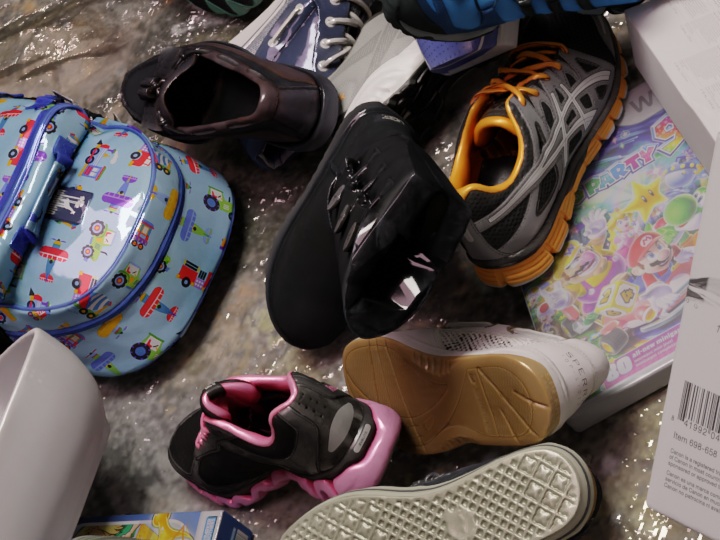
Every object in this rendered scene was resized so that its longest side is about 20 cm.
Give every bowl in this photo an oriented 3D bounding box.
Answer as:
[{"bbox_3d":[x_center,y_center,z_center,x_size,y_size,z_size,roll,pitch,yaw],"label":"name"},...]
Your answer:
[{"bbox_3d":[-0.225,0.148,1.374,0.200,0.075,0.200,-33,36,61],"label":"bowl"}]

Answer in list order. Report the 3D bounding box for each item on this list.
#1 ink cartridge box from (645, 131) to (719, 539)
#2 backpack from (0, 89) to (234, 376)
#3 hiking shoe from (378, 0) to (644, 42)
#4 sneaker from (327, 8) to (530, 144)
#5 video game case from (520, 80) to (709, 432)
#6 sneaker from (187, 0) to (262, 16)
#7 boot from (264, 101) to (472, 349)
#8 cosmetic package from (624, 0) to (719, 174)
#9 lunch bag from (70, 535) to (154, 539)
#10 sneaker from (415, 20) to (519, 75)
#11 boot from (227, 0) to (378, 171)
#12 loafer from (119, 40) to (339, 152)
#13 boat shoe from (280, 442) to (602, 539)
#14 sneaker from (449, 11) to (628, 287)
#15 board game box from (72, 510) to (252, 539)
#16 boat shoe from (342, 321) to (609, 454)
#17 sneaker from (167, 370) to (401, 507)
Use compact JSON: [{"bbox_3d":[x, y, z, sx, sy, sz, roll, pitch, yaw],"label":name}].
[{"bbox_3d":[0.232,0.042,1.061,0.144,0.084,0.200,24,112,45],"label":"ink cartridge box"},{"bbox_3d":[-0.193,-0.025,1.476,0.200,0.135,0.183,11,68,39],"label":"backpack"},{"bbox_3d":[0.103,-0.181,1.264,0.087,0.200,0.075,-16,88,60],"label":"hiking shoe"},{"bbox_3d":[0.047,-0.157,1.419,0.200,0.074,0.079,-44,54,4],"label":"sneaker"},{"bbox_3d":[0.158,-0.017,1.279,0.143,0.018,0.200,-31,45,17],"label":"video game case"},{"bbox_3d":[-0.112,-0.271,1.631,0.200,0.078,0.140,24,77,45],"label":"sneaker"},{"bbox_3d":[0.000,-0.001,1.274,0.200,0.066,0.165,-119,46,-69],"label":"boot"},{"bbox_3d":[0.227,-0.088,1.240,0.082,0.051,0.200,-23,45,-2],"label":"cosmetic package"},{"bbox_3d":[-0.088,0.240,1.146,0.139,0.168,0.200,-44,54,-8],"label":"lunch bag"},{"bbox_3d":[0.021,-0.217,1.326,0.080,0.115,0.200,-25,69,42],"label":"sneaker"},{"bbox_3d":[-0.018,-0.159,1.490,0.200,0.073,0.090,-48,48,11],"label":"boot"},{"bbox_3d":[-0.100,-0.119,1.451,0.200,0.063,0.072,11,91,45],"label":"loafer"},{"bbox_3d":[0.044,0.146,1.213,0.200,0.062,0.075,-22,74,23],"label":"boat shoe"},{"bbox_3d":[0.101,-0.091,1.309,0.078,0.077,0.200,-6,55,37],"label":"sneaker"},{"bbox_3d":[-0.149,0.243,1.315,0.135,0.034,0.200,-8,55,34],"label":"board game box"},{"bbox_3d":[0.066,0.064,1.260,0.069,0.071,0.200,-22,15,-33],"label":"boat shoe"},{"bbox_3d":[-0.065,0.090,1.303,0.200,0.095,0.079,-10,55,52],"label":"sneaker"}]
